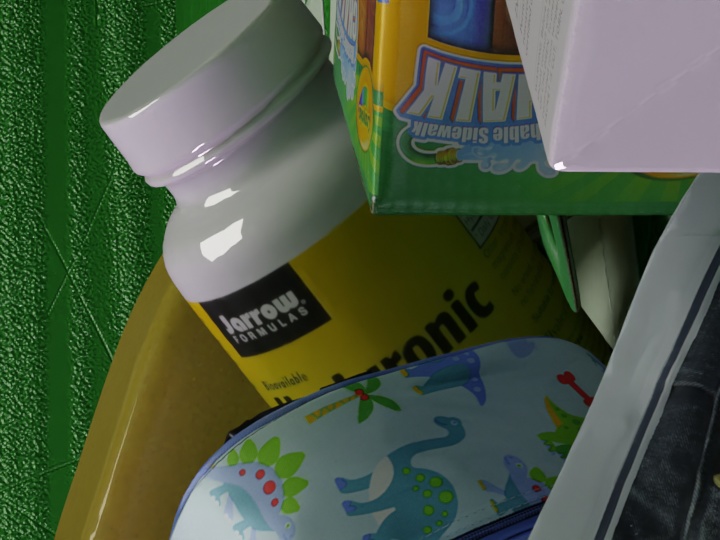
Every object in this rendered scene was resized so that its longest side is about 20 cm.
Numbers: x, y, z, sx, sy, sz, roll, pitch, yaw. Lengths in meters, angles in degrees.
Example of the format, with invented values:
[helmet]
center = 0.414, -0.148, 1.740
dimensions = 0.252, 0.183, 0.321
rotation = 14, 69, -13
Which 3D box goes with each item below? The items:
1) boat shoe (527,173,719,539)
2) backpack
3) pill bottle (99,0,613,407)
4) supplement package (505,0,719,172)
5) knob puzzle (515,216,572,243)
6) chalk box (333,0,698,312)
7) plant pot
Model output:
[boat shoe]
center = 0.104, 0.054, 0.731
dimensions = 0.071, 0.091, 0.201
rotation = 102, -168, -54
[backpack]
center = 0.034, 0.130, 0.829
dimensions = 0.147, 0.182, 0.201
rotation = 52, 149, 40
[pill bottle]
center = 0.000, 0.000, 0.955
dimensions = 0.200, 0.111, 0.111
rotation = 52, -178, -15
[supplement package]
center = 0.091, -0.128, 0.608
dimensions = 0.200, 0.121, 0.120
rotation = -100, 13, -50
[knob puzzle]
center = 0.076, -0.103, 1.026
dimensions = 0.220, 0.030, 0.221
rotation = -170, 90, -76
[chalk box]
center = 0.057, -0.089, 0.836
dimensions = 0.125, 0.123, 0.201
rotation = -107, 20, -66
[plant pot]
center = -0.014, 0.054, 1.151
dimensions = 0.195, 0.193, 0.201
rotation = -168, 91, -82
